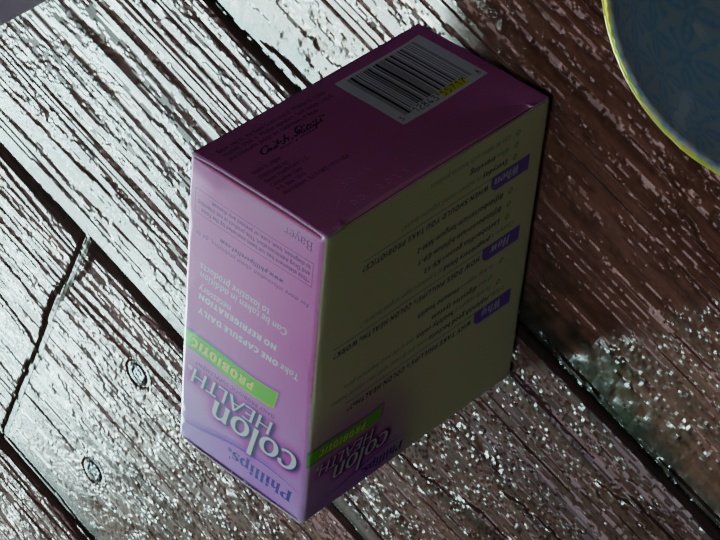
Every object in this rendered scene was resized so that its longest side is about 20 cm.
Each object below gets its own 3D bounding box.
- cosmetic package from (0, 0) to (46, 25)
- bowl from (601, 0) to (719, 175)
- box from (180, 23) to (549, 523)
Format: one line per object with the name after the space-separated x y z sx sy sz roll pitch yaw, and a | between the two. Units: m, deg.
-0.206 -0.262 1.338 0.167 0.166 0.200 46 142 10 | cosmetic package
0.194 -0.136 1.010 0.108 0.200 0.200 -94 -17 -75 | bowl
0.000 0.000 1.289 0.097 0.176 0.200 32 137 29 | box
